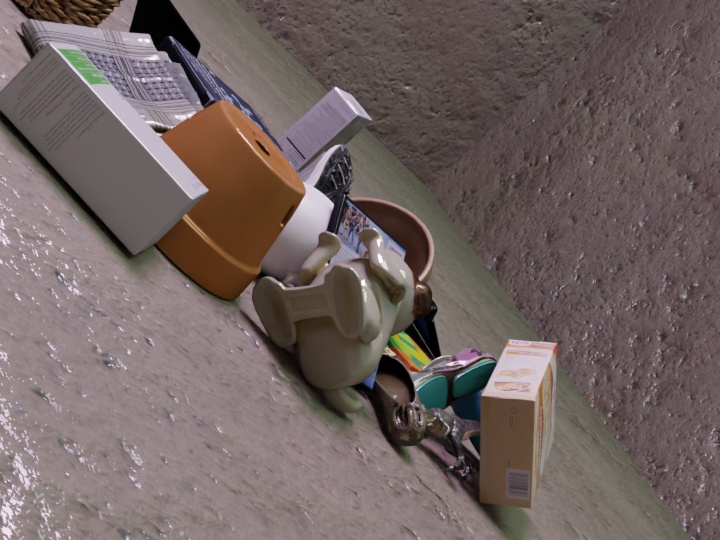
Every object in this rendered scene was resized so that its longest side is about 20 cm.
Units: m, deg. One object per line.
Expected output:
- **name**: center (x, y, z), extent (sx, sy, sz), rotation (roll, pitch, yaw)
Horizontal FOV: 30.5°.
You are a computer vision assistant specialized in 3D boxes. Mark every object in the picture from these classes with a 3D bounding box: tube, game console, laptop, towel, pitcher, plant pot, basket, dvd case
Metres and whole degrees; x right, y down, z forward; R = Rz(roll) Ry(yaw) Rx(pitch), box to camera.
- **tube**: center (0.174, 0.233, 1.874), extent (0.078, 0.050, 0.201), rotation (-92, 157, -68)
- **game console**: center (0.046, 0.047, 2.212), extent (0.174, 0.117, 0.200), rotation (6, 32, -30)
- **laptop**: center (-0.252, -0.294, 1.906), extent (0.188, 0.116, 0.200), rotation (55, 11, 34)
- **towel**: center (-0.273, -0.219, 1.528), extent (0.199, 0.035, 0.193), rotation (5, 38, -41)
- **pitcher**: center (-0.064, -0.016, 1.644), extent (0.199, 0.121, 0.173), rotation (28, 48, -38)
- **plant pot**: center (0.000, 0.000, 1.812), extent (0.201, 0.199, 0.093), rotation (56, -26, 39)
- **plant pot**: center (-0.154, -0.088, 1.438), extent (0.200, 0.140, 0.200), rotation (47, 10, -11)
- **basket**: center (-0.385, -0.414, 1.675), extent (0.201, 0.149, 0.143), rotation (55, 11, 32)
- **dvd case**: center (-0.008, 0.028, 1.617), extent (0.143, 0.017, 0.202), rotation (39, 57, -43)

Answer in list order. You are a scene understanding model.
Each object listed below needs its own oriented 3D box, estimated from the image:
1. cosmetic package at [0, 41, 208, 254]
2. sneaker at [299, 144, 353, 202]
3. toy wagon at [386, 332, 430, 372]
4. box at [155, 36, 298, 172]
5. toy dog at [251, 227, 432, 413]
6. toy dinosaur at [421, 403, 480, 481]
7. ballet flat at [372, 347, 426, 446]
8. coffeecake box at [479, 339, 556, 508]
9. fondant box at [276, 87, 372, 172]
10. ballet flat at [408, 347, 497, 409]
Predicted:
- **cosmetic package**: center (-0.249, -0.119, 1.286), extent (0.200, 0.085, 0.108), rotation (46, 7, -6)
- **sneaker**: center (-0.076, -0.109, 1.804), extent (0.079, 0.200, 0.074), rotation (9, -46, 34)
- **toy wagon**: center (0.045, 0.116, 1.846), extent (0.200, 0.040, 0.156), rotation (39, 13, -48)
- **box**: center (-0.197, -0.178, 1.706), extent (0.200, 0.107, 0.149), rotation (39, 12, -51)
- **toy dog**: center (0.005, 0.043, 1.500), extent (0.200, 0.139, 0.195), rotation (-34, 102, -57)
- **toy dinosaur**: center (0.121, 0.219, 1.697), extent (0.199, 0.047, 0.089), rotation (19, 50, -50)
- **ballet flat**: center (0.042, 0.143, 1.634), extent (0.067, 0.047, 0.200), rotation (2, 28, -12)
- **coffeecake box**: center (0.213, 0.201, 1.775), extent (0.200, 0.072, 0.155), rotation (-49, 140, -65)
- **fondant box**: center (-0.081, -0.183, 1.987), extent (0.058, 0.200, 0.144), rotation (50, 9, 3)
- **ballet flat**: center (0.100, 0.150, 1.758), extent (0.071, 0.070, 0.199), rotation (21, 30, 39)
